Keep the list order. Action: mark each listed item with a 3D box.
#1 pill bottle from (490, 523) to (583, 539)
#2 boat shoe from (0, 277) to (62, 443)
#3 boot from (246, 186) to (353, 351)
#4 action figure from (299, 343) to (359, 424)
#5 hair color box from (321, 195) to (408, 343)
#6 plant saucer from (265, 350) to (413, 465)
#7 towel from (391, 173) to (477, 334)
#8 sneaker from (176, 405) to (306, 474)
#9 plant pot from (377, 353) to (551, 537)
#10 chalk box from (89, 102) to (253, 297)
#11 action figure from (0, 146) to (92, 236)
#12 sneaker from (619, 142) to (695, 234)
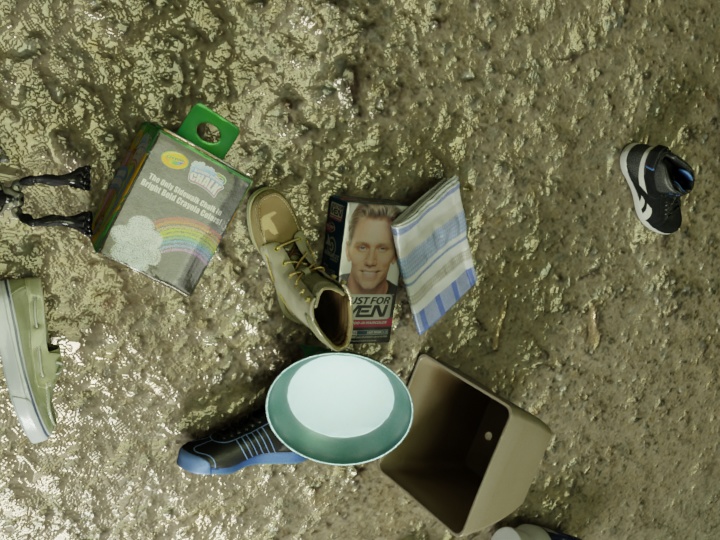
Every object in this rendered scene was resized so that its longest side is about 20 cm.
[{"bbox_3d":[0.331,0.528,1.301,0.199,0.111,0.112,25,93,-30],"label":"pill bottle"},{"bbox_3d":[-0.384,0.106,0.839,0.061,0.072,0.202,-13,107,-20],"label":"boat shoe"},{"bbox_3d":[-0.075,-0.004,0.917,0.071,0.154,0.202,-24,114,-19],"label":"boot"},{"bbox_3d":[-0.016,0.195,1.043,0.055,0.117,0.201,-46,130,-24],"label":"action figure"},{"bbox_3d":[0.000,0.000,1.011,0.099,0.060,0.203,1,103,-28],"label":"hair color box"},{"bbox_3d":[-0.027,0.179,0.960,0.197,0.036,0.202,1,123,2],"label":"plant saucer"},{"bbox_3d":[0.113,-0.022,1.045,0.147,0.024,0.202,-39,130,-31],"label":"towel"},{"bbox_3d":[-0.157,0.230,0.996,0.198,0.070,0.079,1,101,-34],"label":"sneaker"},{"bbox_3d":[0.179,0.271,1.115,0.176,0.199,0.202,16,97,-41],"label":"plant pot"},{"bbox_3d":[-0.217,-0.095,0.839,0.124,0.124,0.202,29,89,-29],"label":"chalk box"},{"bbox_3d":[-0.392,-0.081,0.760,0.198,0.102,0.121,-1,88,-19],"label":"action figure"},{"bbox_3d":[0.524,-0.126,1.213,0.073,0.112,0.200,-46,119,-7],"label":"sneaker"}]
